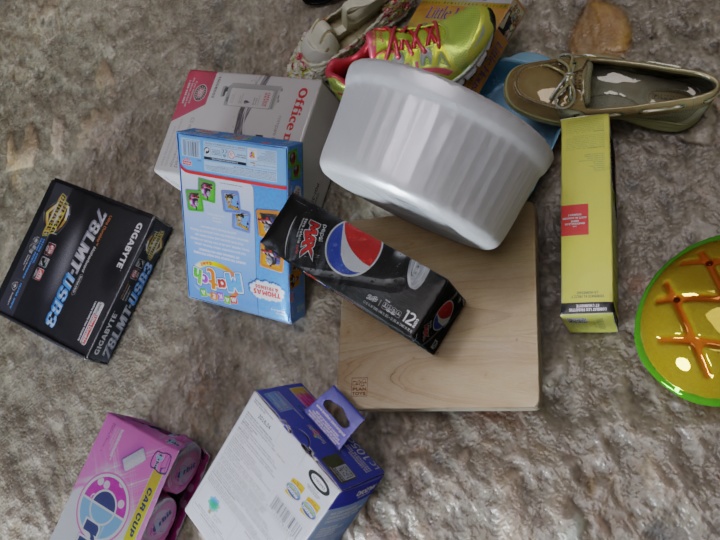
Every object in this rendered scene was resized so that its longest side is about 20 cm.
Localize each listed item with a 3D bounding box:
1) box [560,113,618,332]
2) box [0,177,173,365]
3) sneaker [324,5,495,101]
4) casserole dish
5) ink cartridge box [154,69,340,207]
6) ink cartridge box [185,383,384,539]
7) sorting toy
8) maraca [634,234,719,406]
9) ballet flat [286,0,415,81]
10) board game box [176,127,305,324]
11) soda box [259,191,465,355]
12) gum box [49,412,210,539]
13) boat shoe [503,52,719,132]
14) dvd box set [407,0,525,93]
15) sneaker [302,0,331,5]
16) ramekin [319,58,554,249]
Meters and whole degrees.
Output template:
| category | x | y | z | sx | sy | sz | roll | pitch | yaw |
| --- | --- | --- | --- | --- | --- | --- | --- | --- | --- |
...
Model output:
| category | x | y | z | sx | sy | sz | roll | pitch | yaw |
| --- | --- | --- | --- | --- | --- | --- | --- | --- | --- |
| box | 0.223 | -0.045 | 0.720 | 0.050 | 0.075 | 0.201 | -2 | 73 | 23 |
| box | -0.370 | -0.003 | 0.977 | 0.198 | 0.050 | 0.201 | 20 | 82 | 28 |
| sneaker | 0.048 | -0.227 | 0.785 | 0.199 | 0.090 | 0.079 | -25 | 51 | 27 |
| casserole dish | 0.154 | -0.140 | 0.802 | 0.121 | 0.039 | 0.201 | 22 | 83 | 28 |
| ink cartridge box | -0.132 | -0.159 | 0.906 | 0.199 | 0.083 | 0.147 | 11 | 77 | 26 |
| ink cartridge box | -0.070 | 0.207 | 0.725 | 0.136 | 0.076 | 0.201 | 42 | 114 | 28 |
| sorting toy | 0.084 | 0.044 | 0.751 | 0.199 | 0.070 | 0.200 | -5 | 71 | 22 |
| maraca | 0.326 | 0.024 | 0.632 | 0.137 | 0.107 | 0.200 | 41 | 91 | 29 |
| ballet flat | -0.021 | -0.303 | 0.915 | 0.200 | 0.064 | 0.076 | -39 | 72 | 8 |
| board game box | -0.134 | -0.051 | 0.836 | 0.150 | 0.037 | 0.201 | 12 | 113 | 26 |
| soda box | 0.000 | 0.000 | 0.723 | 0.199 | 0.071 | 0.064 | 30 | 85 | 29 |
| gum box | -0.261 | 0.266 | 0.826 | 0.113 | 0.066 | 0.201 | 17 | 80 | 28 |
| boat shoe | 0.244 | -0.181 | 0.732 | 0.199 | 0.063 | 0.074 | 11 | 79 | 6 |
| dvd box set | 0.081 | -0.223 | 0.842 | 0.146 | 0.029 | 0.201 | 27 | 84 | 47 |
| sneaker | 0.002 | -0.412 | 0.942 | 0.199 | 0.076 | 0.093 | -4 | 67 | 21 |
| ramekin | 0.060 | -0.097 | 0.664 | 0.200 | 0.200 | 0.098 | 26 | 90 | 28 |
